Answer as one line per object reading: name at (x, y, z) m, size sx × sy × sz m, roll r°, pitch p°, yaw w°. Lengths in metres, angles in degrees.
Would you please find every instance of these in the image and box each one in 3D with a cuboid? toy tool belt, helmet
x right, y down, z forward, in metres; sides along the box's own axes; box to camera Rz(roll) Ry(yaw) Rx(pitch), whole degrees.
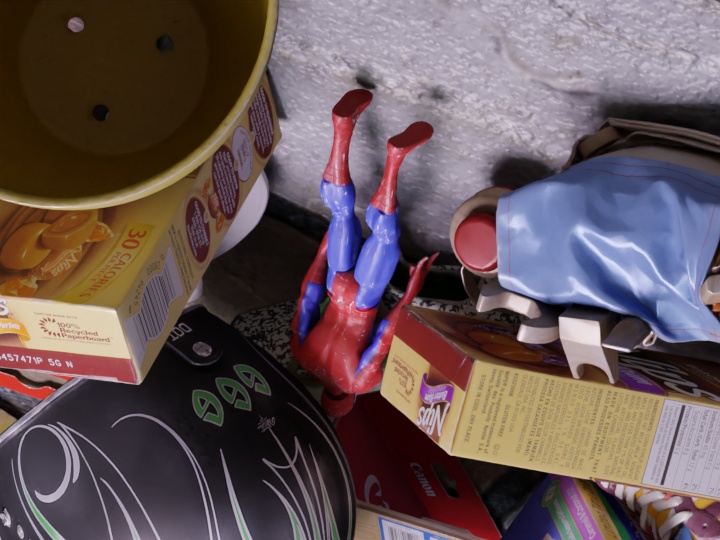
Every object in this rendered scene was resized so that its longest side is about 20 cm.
toy tool belt at (0.120, -0.010, 1.373) m, size 0.199 × 0.123 × 0.126 m, roll 1°, pitch 105°, yaw 26°
helmet at (-0.096, 0.137, 1.525) m, size 0.191 × 0.200 × 0.200 m, roll 55°, pitch 144°, yaw 4°

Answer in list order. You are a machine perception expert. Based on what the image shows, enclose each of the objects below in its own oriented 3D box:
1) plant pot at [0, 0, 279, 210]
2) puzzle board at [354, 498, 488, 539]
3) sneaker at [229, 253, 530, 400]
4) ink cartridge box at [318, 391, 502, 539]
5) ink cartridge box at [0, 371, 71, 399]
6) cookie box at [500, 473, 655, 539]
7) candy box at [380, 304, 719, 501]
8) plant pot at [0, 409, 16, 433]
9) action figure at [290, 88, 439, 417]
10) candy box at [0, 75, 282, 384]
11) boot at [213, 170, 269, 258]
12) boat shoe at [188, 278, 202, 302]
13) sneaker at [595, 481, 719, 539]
plant pot at (-0.132, -0.118, 1.343) m, size 0.199 × 0.201 × 0.142 m, roll 18°, pitch 173°, yaw 6°
puzzle board at (0.008, 0.181, 1.645) m, size 0.199 × 0.017 × 0.151 m, roll 15°, pitch 142°, yaw 21°
sneaker at (0.013, 0.019, 1.549) m, size 0.199 × 0.077 × 0.089 m, roll -2°, pitch 127°, yaw 23°
ink cartridge box at (-0.017, 0.160, 1.737) m, size 0.174 × 0.084 × 0.200 m, roll 0°, pitch 140°, yaw 29°
ink cartridge box at (-0.218, 0.040, 1.714) m, size 0.161 × 0.050 × 0.201 m, roll 17°, pitch 143°, yaw 8°
cookie box at (0.192, 0.213, 1.618) m, size 0.199 × 0.171 × 0.075 m, roll 31°, pitch 102°, yaw -15°
candy box at (0.123, 0.072, 1.456) m, size 0.199 × 0.057 × 0.117 m, roll 12°, pitch -170°, yaw -22°
plant pot at (-0.313, 0.182, 1.869) m, size 0.199 × 0.143 × 0.201 m, roll 15°, pitch 146°, yaw 11°
action figure at (0.000, 0.000, 1.481) m, size 0.065 × 0.052 × 0.201 m, roll 26°, pitch 127°, yaw 20°
candy box at (-0.131, -0.032, 1.421) m, size 0.115 × 0.200 × 0.056 m, roll 6°, pitch 133°, yaw 22°
boot at (-0.142, -0.028, 1.562) m, size 0.199 × 0.096 × 0.074 m, roll -19°, pitch 102°, yaw 9°
boat shoe at (-0.182, 0.017, 1.493) m, size 0.199 × 0.071 × 0.070 m, roll -16°, pitch 115°, yaw 3°
sneaker at (0.180, 0.123, 1.567) m, size 0.199 × 0.090 × 0.075 m, roll 16°, pitch 146°, yaw 7°
